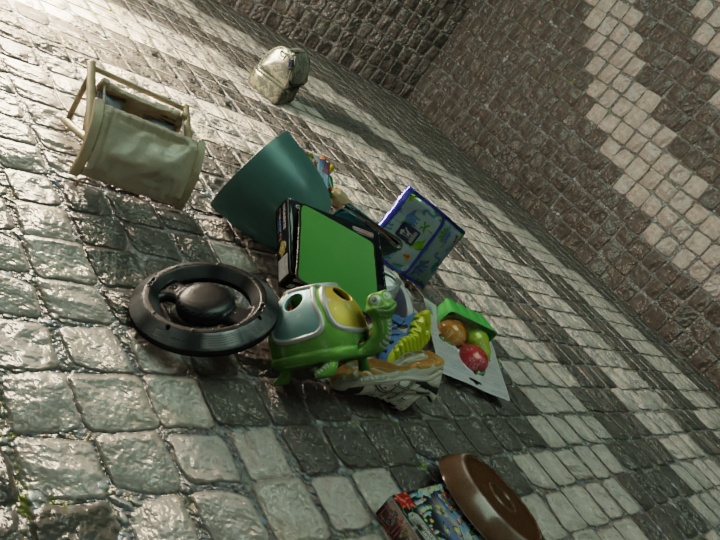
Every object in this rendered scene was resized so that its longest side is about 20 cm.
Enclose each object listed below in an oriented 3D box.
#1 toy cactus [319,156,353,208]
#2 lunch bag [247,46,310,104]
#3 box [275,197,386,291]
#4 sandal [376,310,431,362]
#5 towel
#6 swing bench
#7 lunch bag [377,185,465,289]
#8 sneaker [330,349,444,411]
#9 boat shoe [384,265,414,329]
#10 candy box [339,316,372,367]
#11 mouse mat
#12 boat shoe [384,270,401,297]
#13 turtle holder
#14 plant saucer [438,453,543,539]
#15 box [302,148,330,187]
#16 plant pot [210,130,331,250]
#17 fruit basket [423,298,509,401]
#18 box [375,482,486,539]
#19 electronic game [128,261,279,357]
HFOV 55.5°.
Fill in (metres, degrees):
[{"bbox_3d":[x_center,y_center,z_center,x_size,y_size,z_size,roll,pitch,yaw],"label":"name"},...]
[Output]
[{"bbox_3d":[-0.082,-0.214,1.700,0.165,0.102,0.200,40,11,-19],"label":"toy cactus"},{"bbox_3d":[-0.250,-0.641,2.203,0.139,0.168,0.200,36,22,1],"label":"lunch bag"},{"bbox_3d":[-0.049,-0.022,1.173,0.200,0.046,0.159,19,48,-32],"label":"box"},{"bbox_3d":[0.064,0.133,1.229,0.087,0.080,0.200,4,20,21],"label":"sandal"},{"bbox_3d":[-0.013,-0.067,1.396,0.147,0.022,0.200,34,-23,-15],"label":"towel"},{"bbox_3d":[-0.392,-0.232,1.190,0.199,0.130,0.200,18,28,-40],"label":"swing bench"},{"bbox_3d":[0.113,-0.077,1.518,0.200,0.170,0.127,33,5,-45],"label":"lunch bag"},{"bbox_3d":[0.046,0.185,1.075,0.200,0.088,0.076,-3,18,-26],"label":"sneaker"},{"bbox_3d":[0.076,0.055,1.401,0.070,0.071,0.200,20,20,-30],"label":"boat shoe"},{"bbox_3d":[-0.031,0.089,1.177,0.117,0.057,0.200,36,22,-1],"label":"candy box"},{"bbox_3d":[-0.036,-0.018,1.118,0.161,0.008,0.200,28,34,-24],"label":"mouse mat"},{"bbox_3d":[-0.014,-0.004,1.291,0.201,0.072,0.070,30,-23,13],"label":"boat shoe"},{"bbox_3d":[-0.050,0.084,0.966,0.141,0.185,0.132,-3,79,-36],"label":"turtle holder"},{"bbox_3d":[0.194,0.335,0.979,0.200,0.034,0.200,43,9,-9],"label":"plant saucer"},{"bbox_3d":[-0.138,-0.187,1.512,0.136,0.038,0.200,25,46,-27],"label":"box"},{"bbox_3d":[-0.151,-0.133,1.275,0.161,0.201,0.201,45,20,-6],"label":"plant pot"},{"bbox_3d":[0.208,0.161,1.383,0.185,0.094,0.200,25,40,-26],"label":"fruit basket"},{"bbox_3d":[0.124,0.366,0.860,0.137,0.040,0.200,8,34,-50],"label":"box"},{"bbox_3d":[-0.210,0.048,0.929,0.199,0.042,0.200,8,32,-5],"label":"electronic game"}]
